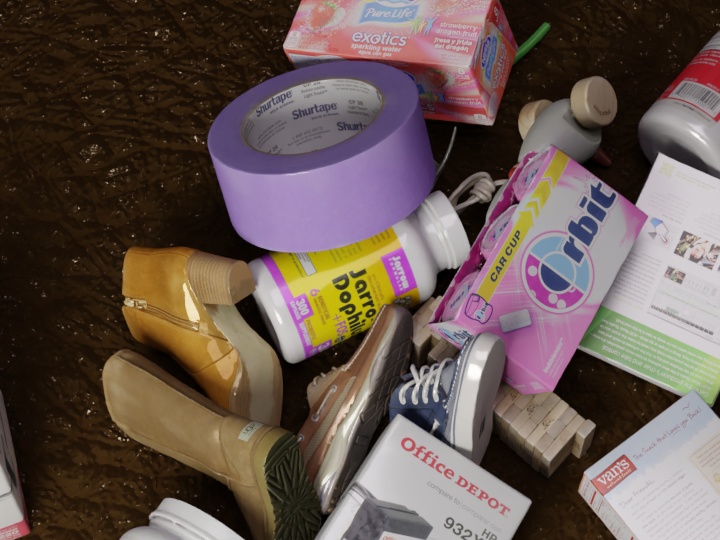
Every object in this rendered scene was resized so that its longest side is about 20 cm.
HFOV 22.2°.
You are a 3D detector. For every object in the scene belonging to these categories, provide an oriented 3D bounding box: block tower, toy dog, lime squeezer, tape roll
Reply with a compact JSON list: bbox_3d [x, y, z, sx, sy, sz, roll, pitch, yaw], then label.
[{"bbox_3d":[0.122,0.107,1.686,0.200,0.054,0.058,39,71,17],"label":"block tower"},{"bbox_3d":[0.187,-0.091,1.759,0.096,0.132,0.200,46,74,-21],"label":"toy dog"},{"bbox_3d":[0.108,-0.198,1.846,0.198,0.038,0.071,-16,35,-6],"label":"lime squeezer"},{"bbox_3d":[-0.035,-0.107,1.680,0.198,0.085,0.201,-11,32,7],"label":"tape roll"}]

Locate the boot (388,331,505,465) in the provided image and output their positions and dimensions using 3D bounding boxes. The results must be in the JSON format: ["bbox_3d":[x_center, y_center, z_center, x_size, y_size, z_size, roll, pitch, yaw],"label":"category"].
[{"bbox_3d":[0.070,0.109,1.605,0.090,0.201,0.073,23,55,14],"label":"boot"}]

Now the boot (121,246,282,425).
[{"bbox_3d":[-0.151,0.074,1.692,0.143,0.203,0.071,4,18,39],"label":"boot"}]

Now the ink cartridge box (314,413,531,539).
[{"bbox_3d":[0.035,0.250,1.590,0.145,0.084,0.201,33,68,2],"label":"ink cartridge box"}]

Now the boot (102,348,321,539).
[{"bbox_3d":[-0.132,0.171,1.636,0.199,0.176,0.066,21,42,34],"label":"boot"}]

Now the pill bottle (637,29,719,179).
[{"bbox_3d":[0.370,-0.174,1.783,0.112,0.112,0.200,38,70,16],"label":"pill bottle"}]

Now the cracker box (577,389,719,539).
[{"bbox_3d":[0.307,0.225,1.628,0.134,0.058,0.200,-34,70,-15],"label":"cracker box"}]

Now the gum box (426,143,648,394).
[{"bbox_3d":[0.162,-0.005,1.639,0.113,0.066,0.201,35,73,-14],"label":"gum box"}]

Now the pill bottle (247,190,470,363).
[{"bbox_3d":[0.000,0.000,1.704,0.199,0.104,0.105,-26,67,-8],"label":"pill bottle"}]

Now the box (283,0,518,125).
[{"bbox_3d":[0.040,-0.216,1.782,0.199,0.103,0.095,8,64,25],"label":"box"}]

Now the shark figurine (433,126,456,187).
[{"bbox_3d":[-0.007,-0.069,1.752,0.213,0.090,0.129,-7,66,-1],"label":"shark figurine"}]

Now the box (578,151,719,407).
[{"bbox_3d":[0.301,0.009,1.709,0.144,0.036,0.201,25,85,11],"label":"box"}]

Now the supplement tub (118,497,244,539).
[{"bbox_3d":[-0.173,0.309,1.543,0.144,0.145,0.201,30,68,13],"label":"supplement tub"}]

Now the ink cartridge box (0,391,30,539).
[{"bbox_3d":[-0.351,0.143,1.590,0.084,0.200,0.147,-14,66,-7],"label":"ink cartridge box"}]

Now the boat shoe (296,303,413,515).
[{"bbox_3d":[-0.016,0.117,1.654,0.071,0.076,0.201,23,83,22],"label":"boat shoe"}]
